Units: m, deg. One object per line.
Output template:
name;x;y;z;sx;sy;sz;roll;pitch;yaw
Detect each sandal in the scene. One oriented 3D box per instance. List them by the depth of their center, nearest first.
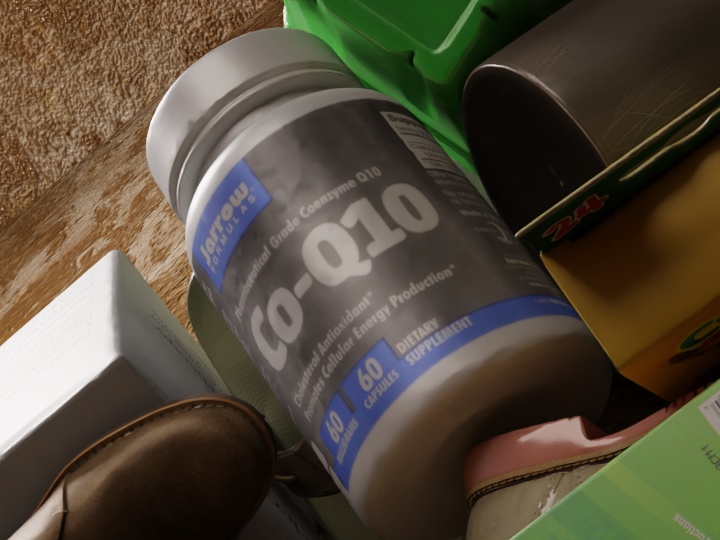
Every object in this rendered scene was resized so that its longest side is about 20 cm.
sandal;-0.022;0.066;0.832;0.057;0.201;0.080;0;-53;-51

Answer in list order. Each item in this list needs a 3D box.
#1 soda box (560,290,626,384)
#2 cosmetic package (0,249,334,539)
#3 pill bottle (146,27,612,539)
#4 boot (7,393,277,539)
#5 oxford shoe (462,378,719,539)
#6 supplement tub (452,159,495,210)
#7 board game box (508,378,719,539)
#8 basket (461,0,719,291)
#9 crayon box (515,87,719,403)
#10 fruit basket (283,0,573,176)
soda box;0.144;-0.035;0.897;0.068;0.064;0.200;-25;22;46
cosmetic package;-0.119;0.121;0.885;0.166;0.167;0.200;-40;15;3
pill bottle;0.000;0.000;0.770;0.114;0.114;0.200;-39;57;3
boot;-0.114;0.123;0.743;0.200;0.074;0.075;-37;7;0
oxford shoe;0.119;0.083;0.646;0.200;0.071;0.074;-21;54;41
supplement tub;0.003;0.000;0.982;0.145;0.145;0.200;-42;15;-8
board game box;0.082;0.112;0.579;0.200;0.030;0.096;-37;58;5
basket;0.152;-0.080;0.776;0.200;0.136;0.180;-32;-5;-19
crayon box;0.139;-0.011;0.657;0.127;0.051;0.200;-37;-22;12
fruit basket;0.077;-0.147;0.860;0.216;0.155;0.216;-48;-18;-21
